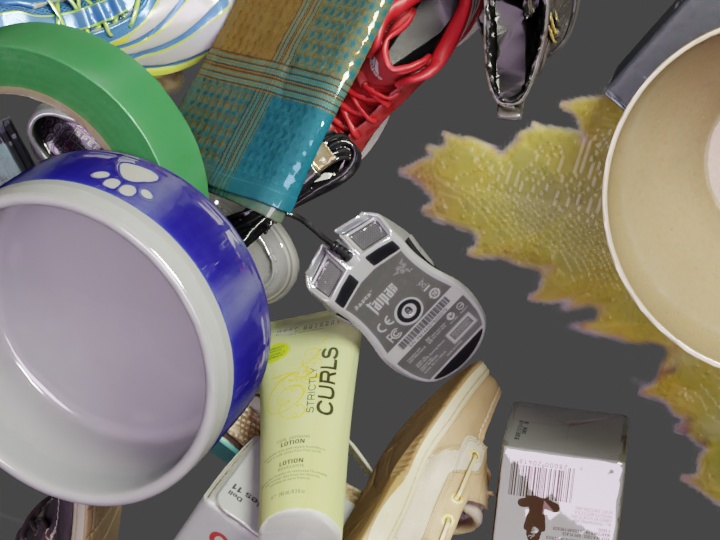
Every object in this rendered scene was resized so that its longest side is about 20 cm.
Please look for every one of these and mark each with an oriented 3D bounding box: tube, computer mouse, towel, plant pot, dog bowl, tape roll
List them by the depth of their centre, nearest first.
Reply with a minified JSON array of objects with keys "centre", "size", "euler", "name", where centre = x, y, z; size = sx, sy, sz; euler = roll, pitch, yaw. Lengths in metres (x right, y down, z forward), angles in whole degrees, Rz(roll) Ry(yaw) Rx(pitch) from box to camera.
[{"centre":[0.238,-0.051,1.493],"size":[0.200,0.134,0.201],"euler":[2,102,7],"name":"plant pot"},{"centre":[-0.156,0.033,1.563],"size":[0.200,0.079,0.200],"euler":[11,118,22],"name":"dog bowl"},{"centre":[-0.043,-0.132,1.614],"size":[0.022,0.147,0.200],"euler":[30,86,-37],"name":"towel"},{"centre":[-0.190,-0.050,1.616],"size":[0.200,0.048,0.201],"euler":[11,117,21],"name":"tape roll"},{"centre":[-0.035,0.094,1.652],"size":[0.058,0.200,0.052],"euler":[21,129,-15],"name":"tube"},{"centre":[0.000,0.000,1.664],"size":[0.110,0.044,0.200],"euler":[-46,124,2],"name":"computer mouse"}]

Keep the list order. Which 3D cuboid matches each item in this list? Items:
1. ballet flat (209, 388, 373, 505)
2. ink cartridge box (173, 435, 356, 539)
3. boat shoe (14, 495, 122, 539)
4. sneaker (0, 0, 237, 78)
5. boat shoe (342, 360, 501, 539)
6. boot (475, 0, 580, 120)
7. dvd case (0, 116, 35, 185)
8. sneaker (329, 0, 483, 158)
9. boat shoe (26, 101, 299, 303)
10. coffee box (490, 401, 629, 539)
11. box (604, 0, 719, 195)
[{"centre":[-0.048,0.118,1.723],"size":[0.200,0.071,0.065],"euler":[40,77,-3],"name":"ballet flat"},{"centre":[-0.067,0.224,1.694],"size":[0.147,0.083,0.200],"euler":[37,127,1],"name":"ink cartridge box"},{"centre":[-0.195,0.182,1.734],"size":[0.065,0.072,0.200],"euler":[13,122,12],"name":"boat shoe"},{"centre":[-0.180,-0.145,1.663],"size":[0.200,0.105,0.076],"euler":[-10,99,11],"name":"sneaker"},{"centre":[0.045,0.140,1.650],"size":[0.069,0.200,0.074],"euler":[41,139,-8],"name":"boat shoe"},{"centre":[0.103,-0.197,1.573],"size":[0.069,0.174,0.200],"euler":[1,101,9],"name":"boot"},{"centre":[-0.234,0.014,1.710],"size":[0.146,0.022,0.200],"euler":[-19,102,33],"name":"dvd case"},{"centre":[-0.005,-0.118,1.635],"size":[0.078,0.116,0.200],"euler":[41,103,0],"name":"sneaker"},{"centre":[-0.128,-0.045,1.693],"size":[0.200,0.069,0.072],"euler":[42,104,0],"name":"boat shoe"},{"centre":[0.120,0.196,1.678],"size":[0.080,0.114,0.200],"euler":[7,103,7],"name":"coffee box"},{"centre":[0.265,-0.138,1.594],"size":[0.148,0.104,0.200],"euler":[43,104,-1],"name":"box"}]
